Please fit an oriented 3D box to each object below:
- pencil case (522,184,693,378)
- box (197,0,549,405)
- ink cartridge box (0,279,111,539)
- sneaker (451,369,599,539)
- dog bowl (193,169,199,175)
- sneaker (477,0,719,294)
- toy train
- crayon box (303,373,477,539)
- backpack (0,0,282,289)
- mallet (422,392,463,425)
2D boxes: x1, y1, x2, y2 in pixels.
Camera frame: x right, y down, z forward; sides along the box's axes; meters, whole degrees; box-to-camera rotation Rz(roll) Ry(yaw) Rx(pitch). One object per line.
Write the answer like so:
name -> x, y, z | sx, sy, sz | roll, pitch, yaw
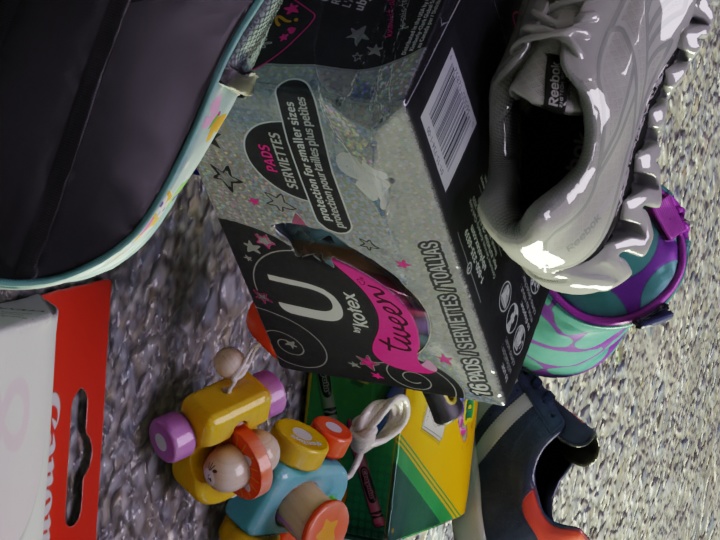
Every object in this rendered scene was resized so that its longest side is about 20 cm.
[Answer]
pencil case -> 0.121, 0.005, 1.497 | 0.200, 0.092, 0.085 | 117, -42, -79
box -> 0.010, -0.057, 1.168 | 0.200, 0.114, 0.132 | 68, 38, -49
ink cartridge box -> -0.139, 0.093, 1.157 | 0.200, 0.057, 0.163 | -11, 108, -62
sneaker -> 0.093, 0.078, 1.607 | 0.075, 0.084, 0.201 | 44, 38, -68
dog bowl -> -0.063, -0.141, 1.214 | 0.200, 0.079, 0.201 | 8, 90, -68
sneaker -> 0.093, -0.093, 1.121 | 0.081, 0.075, 0.201 | 19, 80, -57
toy train -> -0.020, 0.070, 1.346 | 0.150, 0.056, 0.200 | -41, 147, -13
crayon box -> 0.022, 0.039, 1.508 | 0.119, 0.058, 0.201 | -7, 104, -67
backpack -> -0.120, -0.094, 0.970 | 0.153, 0.175, 0.201 | 159, -45, -81
mallet -> 0.000, 0.000, 1.397 | 0.066, 0.041, 0.201 | -46, 120, -48
